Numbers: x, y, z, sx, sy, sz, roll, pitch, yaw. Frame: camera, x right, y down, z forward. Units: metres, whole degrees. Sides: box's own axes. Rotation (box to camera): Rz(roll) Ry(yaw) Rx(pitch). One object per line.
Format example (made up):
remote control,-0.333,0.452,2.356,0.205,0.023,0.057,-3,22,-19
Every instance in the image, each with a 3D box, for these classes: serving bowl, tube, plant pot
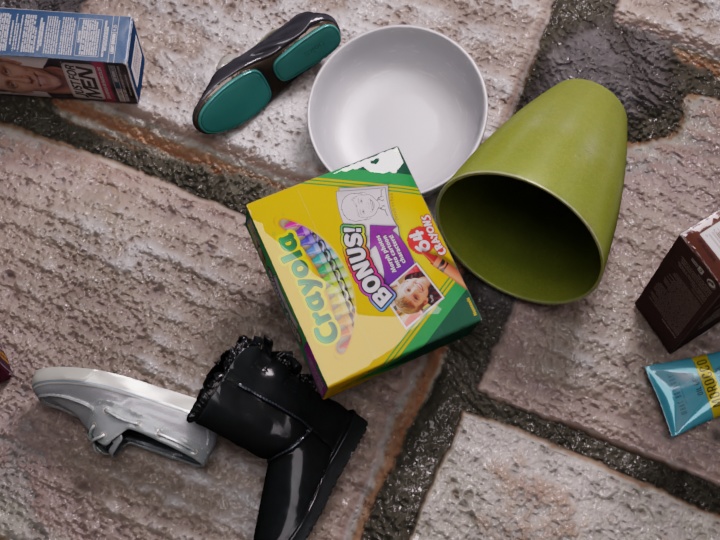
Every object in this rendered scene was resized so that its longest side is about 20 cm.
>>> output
serving bowl,0.043,-0.164,1.400,0.197,0.066,0.203,-3,73,9
tube,0.404,0.109,1.336,0.197,0.051,0.078,-17,64,-2
plant pot,0.203,-0.102,1.347,0.186,0.188,0.201,27,58,8

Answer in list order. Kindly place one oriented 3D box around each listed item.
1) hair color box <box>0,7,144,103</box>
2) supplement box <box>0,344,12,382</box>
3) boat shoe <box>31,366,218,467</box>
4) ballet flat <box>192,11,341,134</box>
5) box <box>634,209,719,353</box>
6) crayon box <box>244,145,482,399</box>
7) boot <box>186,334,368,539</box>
hair color box,-0.344,-0.236,1.402,0.197,0.100,0.061,4,71,0
supplement box,-0.440,0.026,1.300,0.085,0.111,0.202,-25,73,-10
boat shoe,-0.240,0.150,1.283,0.198,0.070,0.072,14,65,0
ballet flat,-0.112,-0.226,1.430,0.199,0.073,0.073,-36,75,-7
box,0.355,0.003,1.287,0.099,0.200,0.075,-30,71,-13
crayon box,0.000,0.000,1.278,0.171,0.058,0.202,-22,77,-16
boot,-0.098,0.174,1.256,0.162,0.073,0.200,36,65,-11
